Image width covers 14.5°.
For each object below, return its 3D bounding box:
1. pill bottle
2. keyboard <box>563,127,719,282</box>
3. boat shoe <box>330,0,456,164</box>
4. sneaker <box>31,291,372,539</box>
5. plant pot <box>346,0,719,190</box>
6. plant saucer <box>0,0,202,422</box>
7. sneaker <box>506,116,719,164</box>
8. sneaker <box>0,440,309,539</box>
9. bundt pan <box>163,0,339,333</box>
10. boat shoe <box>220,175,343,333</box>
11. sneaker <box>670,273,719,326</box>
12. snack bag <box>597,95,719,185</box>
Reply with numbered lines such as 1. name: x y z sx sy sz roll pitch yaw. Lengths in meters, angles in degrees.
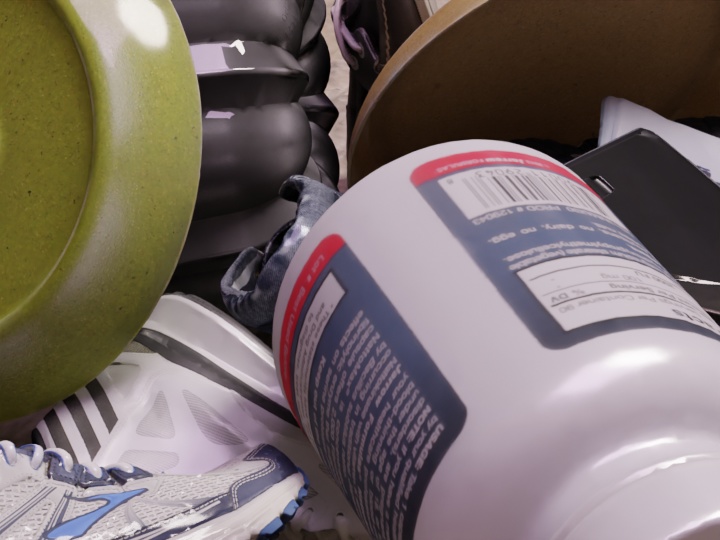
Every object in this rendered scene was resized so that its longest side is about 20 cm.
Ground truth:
1. pill bottle: 0.059 0.056 0.815 0.119 0.120 0.200 -9 30 -17
2. keyboard: 0.139 0.028 1.052 0.200 0.021 0.127 43 42 22
3. boat shoe: 0.011 -0.085 1.230 0.057 0.200 0.067 -14 64 2
4. sneaker: -0.039 0.096 1.022 0.200 0.076 0.115 29 58 31
5. plant pot: 0.084 -0.076 1.187 0.199 0.201 0.028 -11 56 -20
6. plant saucer: -0.149 -0.044 1.063 0.199 0.201 0.031 21 5 31
7. sneaker: 0.096 -0.008 1.178 0.199 0.080 0.078 -7 31 -24
8. sneaker: -0.099 0.086 0.912 0.199 0.077 0.085 -24 75 -43
9. bundt pan: -0.051 -0.067 1.149 0.075 0.203 0.202 -5 29 4
10. boat shoe: 0.000 0.000 1.019 0.091 0.071 0.200 32 3 -8
11. sneaker: 0.171 -0.002 0.971 0.199 0.107 0.075 12 14 9
12. snack bag: 0.173 0.015 1.106 0.199 0.021 0.189 21 43 -5
